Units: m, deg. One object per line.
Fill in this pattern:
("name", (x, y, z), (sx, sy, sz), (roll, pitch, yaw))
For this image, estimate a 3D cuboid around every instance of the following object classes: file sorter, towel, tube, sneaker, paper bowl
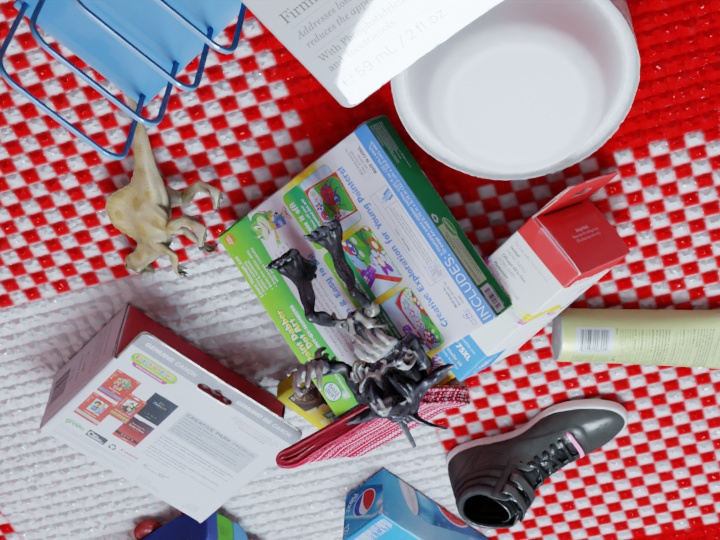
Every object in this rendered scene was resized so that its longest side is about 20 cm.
("file sorter", (-0.171, -0.205, 1.125), (0.139, 0.123, 0.200), (38, 121, -23))
("towel", (0.017, 0.149, 1.366), (0.145, 0.023, 0.200), (-30, 166, 17))
("tube", (0.283, 0.064, 1.361), (0.200, 0.052, 0.058), (2, 170, -2))
("sneaker", (0.179, 0.200, 1.438), (0.200, 0.099, 0.071), (-23, 122, 18))
("paper bowl", (0.123, -0.160, 1.156), (0.200, 0.104, 0.201), (1, 129, 1))

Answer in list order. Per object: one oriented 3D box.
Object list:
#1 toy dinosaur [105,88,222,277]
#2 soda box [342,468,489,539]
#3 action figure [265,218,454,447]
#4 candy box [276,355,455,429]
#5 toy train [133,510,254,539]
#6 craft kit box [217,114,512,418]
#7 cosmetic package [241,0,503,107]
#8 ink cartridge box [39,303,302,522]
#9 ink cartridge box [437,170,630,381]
("toy dinosaur", (-0.179, -0.056, 1.277), (0.101, 0.058, 0.200), (13, 130, 8))
("soda box", (0.075, 0.299, 1.541), (0.200, 0.068, 0.064), (37, 121, -23))
("action figure", (-0.006, 0.064, 1.198), (0.119, 0.102, 0.200), (-33, 86, 31))
("candy box", (0.022, 0.097, 1.412), (0.200, 0.026, 0.102), (-36, 122, 27))
("toy train", (-0.205, 0.334, 1.585), (0.200, 0.085, 0.116), (-33, 133, 26))
("craft kit box", (0.000, 0.000, 1.256), (0.197, 0.049, 0.200), (-34, 88, 30))
("cosmetic package", (-0.008, -0.265, 1.040), (0.167, 0.166, 0.200), (-33, 119, 26))
("ink cartridge box", (-0.179, 0.132, 1.414), (0.200, 0.084, 0.176), (36, 122, -23))
("ink cartridge box", (0.157, 0.004, 1.266), (0.200, 0.116, 0.067), (-45, 76, 32))
